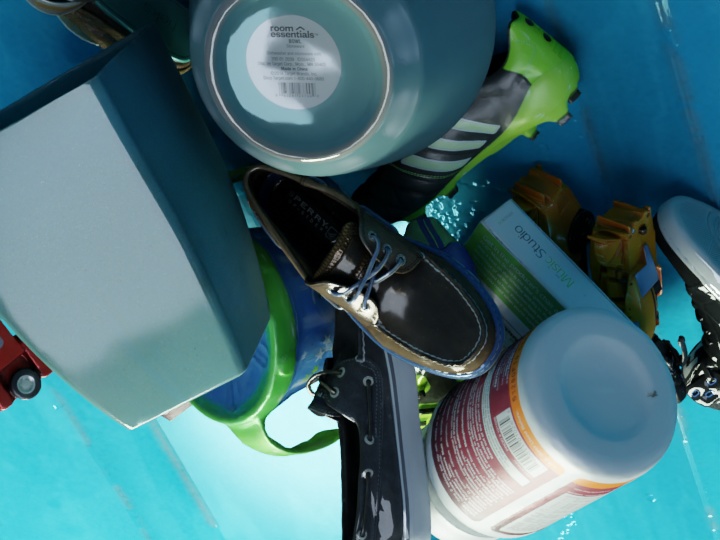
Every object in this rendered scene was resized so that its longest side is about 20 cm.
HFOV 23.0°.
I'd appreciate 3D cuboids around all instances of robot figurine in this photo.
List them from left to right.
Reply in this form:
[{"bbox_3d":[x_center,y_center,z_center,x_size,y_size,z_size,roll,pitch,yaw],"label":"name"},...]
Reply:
[{"bbox_3d":[0.155,0.031,1.218,0.144,0.058,0.202,24,138,37],"label":"robot figurine"}]

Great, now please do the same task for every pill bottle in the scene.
[{"bbox_3d":[0.107,0.107,1.132,0.109,0.110,0.200,27,149,-13],"label":"pill bottle"}]

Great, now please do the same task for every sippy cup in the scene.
[{"bbox_3d":[-0.054,0.026,1.227,0.139,0.129,0.180,34,124,37],"label":"sippy cup"}]

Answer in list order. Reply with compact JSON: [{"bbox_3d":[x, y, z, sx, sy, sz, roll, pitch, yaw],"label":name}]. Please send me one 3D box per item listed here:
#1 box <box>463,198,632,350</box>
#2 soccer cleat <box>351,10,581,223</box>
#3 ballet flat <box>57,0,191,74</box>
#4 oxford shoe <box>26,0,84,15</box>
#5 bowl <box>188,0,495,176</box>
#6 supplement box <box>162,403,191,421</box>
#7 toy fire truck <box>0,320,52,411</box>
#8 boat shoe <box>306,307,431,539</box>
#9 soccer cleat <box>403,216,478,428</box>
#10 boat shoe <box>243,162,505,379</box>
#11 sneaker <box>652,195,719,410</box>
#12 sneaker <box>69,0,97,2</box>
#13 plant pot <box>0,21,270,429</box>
[{"bbox_3d":[0.108,0.058,1.219,0.144,0.036,0.200,47,148,10],"label":"box"},{"bbox_3d":[0.053,-0.095,1.155,0.199,0.068,0.081,-35,107,30],"label":"soccer cleat"},{"bbox_3d":[-0.189,-0.189,1.126,0.199,0.068,0.072,38,147,-27],"label":"ballet flat"},{"bbox_3d":[-0.171,-0.243,1.028,0.074,0.058,0.202,-2,113,-16],"label":"oxford shoe"},{"bbox_3d":[-0.024,-0.137,1.061,0.198,0.105,0.203,6,118,12],"label":"bowl"},{"bbox_3d":[-0.189,0.008,1.271,0.199,0.110,0.061,34,137,-18],"label":"supplement box"},{"bbox_3d":[-0.206,-0.018,1.182,0.142,0.199,0.049,55,164,-13],"label":"toy fire truck"},{"bbox_3d":[-0.002,0.090,1.158,0.065,0.203,0.070,-8,-178,-19],"label":"boat shoe"},{"bbox_3d":[0.043,0.042,1.214,0.064,0.084,0.201,-10,146,-14],"label":"soccer cleat"},{"bbox_3d":[0.000,0.000,1.101,0.199,0.072,0.073,35,97,22],"label":"boat shoe"},{"bbox_3d":[0.245,0.039,1.222,0.199,0.074,0.112,37,129,-23],"label":"sneaker"},{"bbox_3d":[-0.103,-0.231,1.015,0.200,0.081,0.084,-43,105,-4],"label":"sneaker"},{"bbox_3d":[-0.149,-0.017,1.083,0.140,0.141,0.201,-26,105,16],"label":"plant pot"}]
